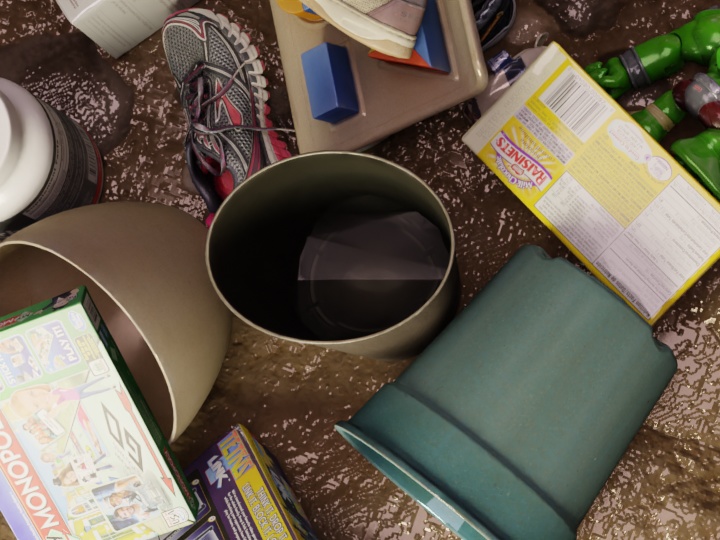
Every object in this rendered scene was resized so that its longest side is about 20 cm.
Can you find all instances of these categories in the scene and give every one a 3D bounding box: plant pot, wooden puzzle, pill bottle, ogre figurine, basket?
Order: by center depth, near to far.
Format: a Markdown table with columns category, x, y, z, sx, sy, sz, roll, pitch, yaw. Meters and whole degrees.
| category | x | y | z | sx | sy | sz | roll | pitch | yaw |
| --- | --- | --- | --- | --- | --- | --- | --- | --- | --- |
| plant pot | 0.118 | 0.101 | 1.386 | 0.200 | 0.200 | 0.196 | 38 | 83 | 12 |
| basket | 0.000 | 0.000 | 1.401 | 0.179 | 0.200 | 0.137 | -1 | 80 | 13 |
| ogre figurine | 0.273 | -0.124 | 1.421 | 0.120 | 0.098 | 0.200 | -42 | 34 | -2 |
| wooden puzzle | -0.001 | -0.192 | 1.435 | 0.199 | 0.046 | 0.186 | -24 | 71 | 39 |
| plant pot | -0.174 | 0.025 | 1.456 | 0.200 | 0.201 | 0.134 | 39 | 54 | 12 |
| pill bottle | -0.281 | -0.087 | 1.464 | 0.115 | 0.200 | 0.117 | -1 | 83 | 10 |

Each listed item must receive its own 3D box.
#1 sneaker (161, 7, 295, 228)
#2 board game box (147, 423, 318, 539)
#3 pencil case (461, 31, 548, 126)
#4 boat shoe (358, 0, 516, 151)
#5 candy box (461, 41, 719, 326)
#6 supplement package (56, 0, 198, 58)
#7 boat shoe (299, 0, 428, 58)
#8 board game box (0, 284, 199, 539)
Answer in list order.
| category | x | y | z | sx | sy | sz | roll | pitch | yaw |
| --- | --- | --- | --- | --- | --- | --- | --- | --- | --- |
| sneaker | -0.110 | -0.119 | 1.484 | 0.081 | 0.074 | 0.201 | -43 | 65 | 44 |
| board game box | -0.112 | 0.229 | 1.408 | 0.165 | 0.200 | 0.057 | -40 | 121 | 3 |
| pencil case | 0.168 | -0.084 | 1.447 | 0.200 | 0.078 | 0.089 | 50 | 120 | 12 |
| boat shoe | 0.032 | -0.169 | 1.475 | 0.200 | 0.091 | 0.071 | -39 | 78 | 4 |
| candy box | 0.178 | -0.064 | 1.389 | 0.102 | 0.026 | 0.200 | -46 | 77 | 13 |
| supplement package | -0.161 | -0.283 | 1.510 | 0.199 | 0.117 | 0.118 | -34 | 77 | 4 |
| boat shoe | -0.026 | -0.227 | 1.392 | 0.200 | 0.072 | 0.065 | 38 | 103 | 30 |
| board game box | -0.220 | 0.121 | 1.389 | 0.134 | 0.029 | 0.201 | -20 | 114 | 10 |
